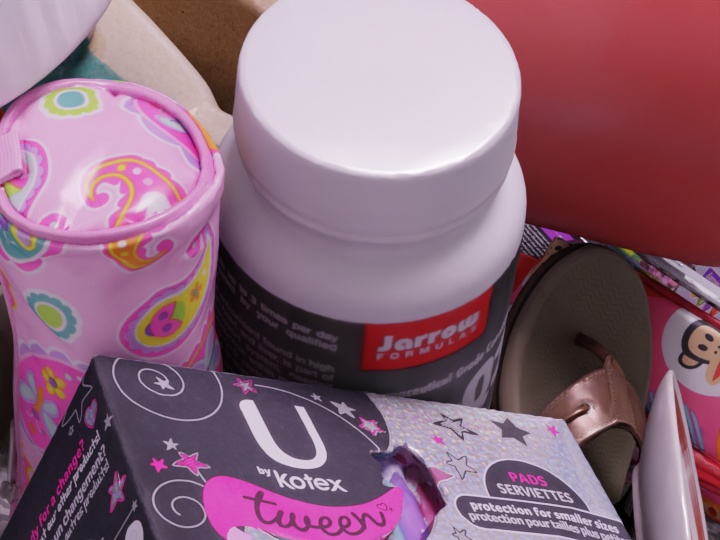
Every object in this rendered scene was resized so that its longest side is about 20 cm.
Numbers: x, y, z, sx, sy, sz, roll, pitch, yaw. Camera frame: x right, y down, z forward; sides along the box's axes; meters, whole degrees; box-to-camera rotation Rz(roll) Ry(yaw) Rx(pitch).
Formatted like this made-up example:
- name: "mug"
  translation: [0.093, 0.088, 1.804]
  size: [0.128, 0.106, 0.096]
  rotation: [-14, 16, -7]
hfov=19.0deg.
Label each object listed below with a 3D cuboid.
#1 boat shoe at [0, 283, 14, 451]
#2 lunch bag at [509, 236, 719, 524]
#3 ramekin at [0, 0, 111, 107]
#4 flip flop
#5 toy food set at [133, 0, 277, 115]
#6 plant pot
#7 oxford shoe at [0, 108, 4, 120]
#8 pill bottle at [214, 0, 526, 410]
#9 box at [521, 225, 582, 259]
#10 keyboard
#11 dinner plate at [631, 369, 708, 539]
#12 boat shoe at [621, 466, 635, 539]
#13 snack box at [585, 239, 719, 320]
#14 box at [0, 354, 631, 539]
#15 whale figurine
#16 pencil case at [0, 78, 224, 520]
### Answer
- name: "boat shoe"
  translation: [-0.144, 0.017, 0.814]
  size: [0.063, 0.074, 0.202]
  rotation: [19, 30, 9]
- name: "lunch bag"
  translation: [0.134, 0.047, 1.028]
  size: [0.176, 0.082, 0.200]
  rotation: [34, -1, 15]
- name: "ramekin"
  translation: [-0.174, -0.126, 0.729]
  size: [0.199, 0.098, 0.201]
  rotation: [-9, 42, 8]
- name: "flip flop"
  translation: [0.086, 0.084, 0.869]
  size: [0.081, 0.057, 0.201]
  rotation: [32, 62, -30]
- name: "toy food set"
  translation: [-0.055, -0.067, 1.007]
  size: [0.199, 0.199, 0.049]
  rotation: [35, 43, 18]
- name: "plant pot"
  translation: [0.077, -0.103, 0.877]
  size: [0.176, 0.202, 0.201]
  rotation: [3, 30, -16]
- name: "oxford shoe"
  translation: [-0.211, -0.009, 0.756]
  size: [0.072, 0.072, 0.200]
  rotation: [-4, 20, 39]
- name: "pill bottle"
  translation: [0.000, 0.000, 0.785]
  size: [0.113, 0.201, 0.114]
  rotation: [3, 50, -3]
- name: "box"
  translation: [0.031, -0.035, 1.224]
  size: [0.199, 0.036, 0.143]
  rotation: [8, 30, -38]
- name: "keyboard"
  translation: [0.206, 0.046, 0.954]
  size: [0.199, 0.011, 0.056]
  rotation: [34, 9, 2]
- name: "dinner plate"
  translation: [0.125, 0.138, 0.815]
  size: [0.024, 0.201, 0.200]
  rotation: [-10, 21, 11]
- name: "boat shoe"
  translation: [0.053, 0.095, 0.941]
  size: [0.201, 0.075, 0.065]
  rotation: [9, 22, -42]
- name: "snack box"
  translation: [0.163, -0.014, 1.140]
  size: [0.142, 0.053, 0.200]
  rotation: [41, 2, 33]
- name: "box"
  translation: [-0.014, 0.119, 0.731]
  size: [0.199, 0.133, 0.115]
  rotation: [9, 36, -33]
- name: "whale figurine"
  translation: [-0.134, -0.075, 0.938]
  size: [0.200, 0.104, 0.159]
  rotation: [36, -11, 2]
- name: "pencil case"
  translation: [-0.089, 0.031, 0.756]
  size: [0.087, 0.201, 0.088]
  rotation: [2, 45, -2]
